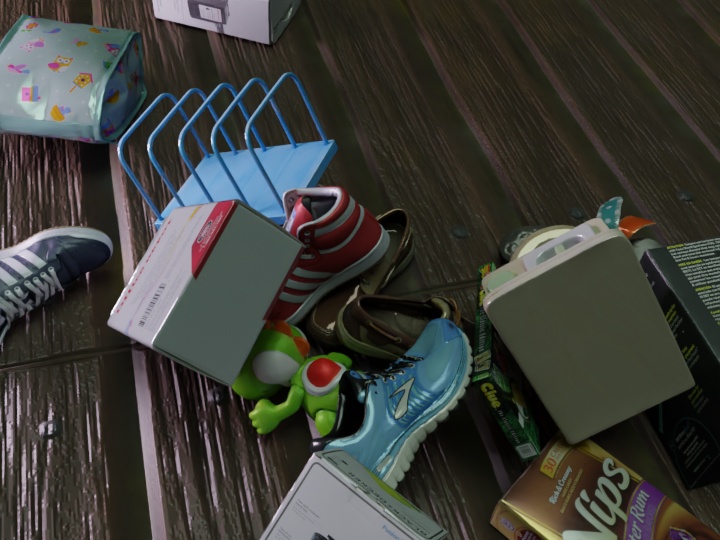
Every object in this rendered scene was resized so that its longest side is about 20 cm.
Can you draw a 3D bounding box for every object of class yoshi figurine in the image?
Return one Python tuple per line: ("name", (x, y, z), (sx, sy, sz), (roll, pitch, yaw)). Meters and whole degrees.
("yoshi figurine", (-0.057, 0.121, 0.795), (0.200, 0.112, 0.112), (37, 95, 6))

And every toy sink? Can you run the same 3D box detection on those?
("toy sink", (0.197, 0.038, 0.726), (0.130, 0.200, 0.112), (-30, 31, 12))

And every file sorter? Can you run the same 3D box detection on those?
("file sorter", (-0.156, -0.139, 0.918), (0.199, 0.123, 0.139), (-1, 45, 29))

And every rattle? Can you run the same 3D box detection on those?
("rattle", (0.253, -0.027, 0.873), (0.200, 0.143, 0.130), (-33, 55, -2))

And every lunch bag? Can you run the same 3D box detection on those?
("lunch bag", (-0.386, -0.232, 1.025), (0.170, 0.122, 0.200), (7, 44, -1))

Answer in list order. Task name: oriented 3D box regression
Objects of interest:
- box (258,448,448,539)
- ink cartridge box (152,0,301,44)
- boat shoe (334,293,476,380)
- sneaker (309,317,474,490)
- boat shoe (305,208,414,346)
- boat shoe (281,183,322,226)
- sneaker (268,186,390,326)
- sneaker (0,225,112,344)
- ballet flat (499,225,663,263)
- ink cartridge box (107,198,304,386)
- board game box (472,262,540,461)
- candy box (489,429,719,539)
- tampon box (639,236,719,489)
("box", (-0.034, 0.255, 0.615), (0.116, 0.060, 0.200), (32, 94, 22))
("ink cartridge box", (-0.207, -0.448, 1.246), (0.199, 0.084, 0.146), (15, 50, 7))
("boat shoe", (0.076, 0.064, 0.828), (0.199, 0.072, 0.072), (17, 54, -13))
("sneaker", (0.029, 0.111, 0.708), (0.090, 0.078, 0.200), (47, 58, -13))
("boat shoe", (0.000, 0.000, 0.897), (0.076, 0.072, 0.200), (23, 52, 14))
("boat shoe", (-0.090, -0.046, 0.928), (0.071, 0.069, 0.200), (23, 52, 14))
("sneaker", (-0.075, -0.011, 0.829), (0.200, 0.113, 0.071), (-36, 44, 5))
("sneaker", (-0.361, 0.023, 0.842), (0.199, 0.070, 0.109), (-15, 48, -8))
("ballet flat", (0.268, -0.017, 0.962), (0.199, 0.046, 0.068), (2, 71, 4))
("ink cartridge box", (-0.155, 0.016, 0.761), (0.083, 0.200, 0.146), (32, 77, -25))
("board game box", (0.147, 0.084, 0.791), (0.023, 0.105, 0.200), (-22, 25, 21))
("candy box", (0.234, 0.248, 0.723), (0.200, 0.057, 0.117), (35, 56, 24))
("tampon box", (0.368, 0.089, 0.807), (0.126, 0.150, 0.200), (-9, 52, -12))
